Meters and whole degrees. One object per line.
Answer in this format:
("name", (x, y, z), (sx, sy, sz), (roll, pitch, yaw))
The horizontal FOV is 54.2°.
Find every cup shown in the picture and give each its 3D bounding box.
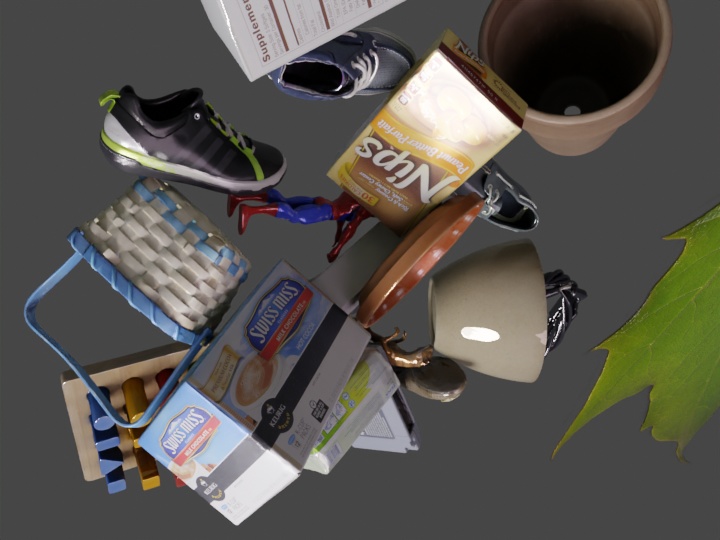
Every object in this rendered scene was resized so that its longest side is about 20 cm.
("cup", (0.170, 0.058, 1.002), (0.139, 0.203, 0.203), (-1, 133, -2))

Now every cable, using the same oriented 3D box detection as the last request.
("cable", (0.295, 0.091, 1.200), (0.162, 0.051, 0.201), (23, 113, -44))

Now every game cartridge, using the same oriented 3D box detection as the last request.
("game cartridge", (0.000, 0.185, 1.022), (0.042, 0.131, 0.203), (-55, 134, -40))

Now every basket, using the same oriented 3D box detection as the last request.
("basket", (-0.215, 0.026, 0.693), (0.200, 0.176, 0.139), (-46, 168, -7))

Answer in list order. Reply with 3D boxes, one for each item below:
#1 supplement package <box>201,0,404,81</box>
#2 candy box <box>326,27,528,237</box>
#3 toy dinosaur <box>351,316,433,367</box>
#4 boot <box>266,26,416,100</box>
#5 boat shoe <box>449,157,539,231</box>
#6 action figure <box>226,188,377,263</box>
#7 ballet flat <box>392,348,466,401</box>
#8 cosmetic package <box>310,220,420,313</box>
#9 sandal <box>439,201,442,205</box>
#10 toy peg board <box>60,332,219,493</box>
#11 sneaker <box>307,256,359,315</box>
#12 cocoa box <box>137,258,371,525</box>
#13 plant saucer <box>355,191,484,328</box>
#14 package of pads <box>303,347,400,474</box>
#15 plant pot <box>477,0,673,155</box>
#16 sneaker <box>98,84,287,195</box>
("supplement package", (-0.043, -0.274, 0.585), (0.197, 0.118, 0.118), (-29, 139, -7))
("candy box", (0.065, -0.136, 0.740), (0.115, 0.056, 0.200), (39, 133, -11))
("toy dinosaur", (0.005, 0.118, 1.010), (0.196, 0.109, 0.060), (-11, -177, 30))
("boot", (-0.013, -0.196, 0.696), (0.196, 0.091, 0.074), (-3, 130, -31))
("boat shoe", (0.173, -0.103, 0.929), (0.198, 0.062, 0.073), (22, 114, -44))
("action figure", (-0.057, -0.049, 0.825), (0.196, 0.065, 0.101), (-7, 125, -27))
("ballet flat", (0.087, 0.155, 1.017), (0.067, 0.198, 0.047), (-32, 110, -26))
("cosmetic package", (0.000, 0.000, 0.853), (0.199, 0.051, 0.083), (-42, 173, -19))
("sandal", (0.069, -0.126, 0.835), (0.047, 0.076, 0.203), (-10, 135, -2))
("toy peg board", (-0.258, 0.206, 0.898), (0.195, 0.098, 0.203), (-13, 134, -24))
("sneaker", (-0.034, 0.038, 0.928), (0.196, 0.075, 0.081), (-22, 154, -14))
("cocoa box", (-0.101, 0.115, 0.708), (0.131, 0.201, 0.133), (40, 129, -6))
("plant saucer", (0.065, -0.016, 0.814), (0.200, 0.032, 0.200), (-45, 172, -8))
("package of pads", (-0.059, 0.167, 0.880), (0.155, 0.198, 0.069), (-45, 111, -31))
("plant pot", (0.238, -0.220, 0.796), (0.199, 0.202, 0.175), (-38, 158, 3))
("sneaker", (-0.151, -0.130, 0.679), (0.196, 0.072, 0.084), (3, 126, -35))
